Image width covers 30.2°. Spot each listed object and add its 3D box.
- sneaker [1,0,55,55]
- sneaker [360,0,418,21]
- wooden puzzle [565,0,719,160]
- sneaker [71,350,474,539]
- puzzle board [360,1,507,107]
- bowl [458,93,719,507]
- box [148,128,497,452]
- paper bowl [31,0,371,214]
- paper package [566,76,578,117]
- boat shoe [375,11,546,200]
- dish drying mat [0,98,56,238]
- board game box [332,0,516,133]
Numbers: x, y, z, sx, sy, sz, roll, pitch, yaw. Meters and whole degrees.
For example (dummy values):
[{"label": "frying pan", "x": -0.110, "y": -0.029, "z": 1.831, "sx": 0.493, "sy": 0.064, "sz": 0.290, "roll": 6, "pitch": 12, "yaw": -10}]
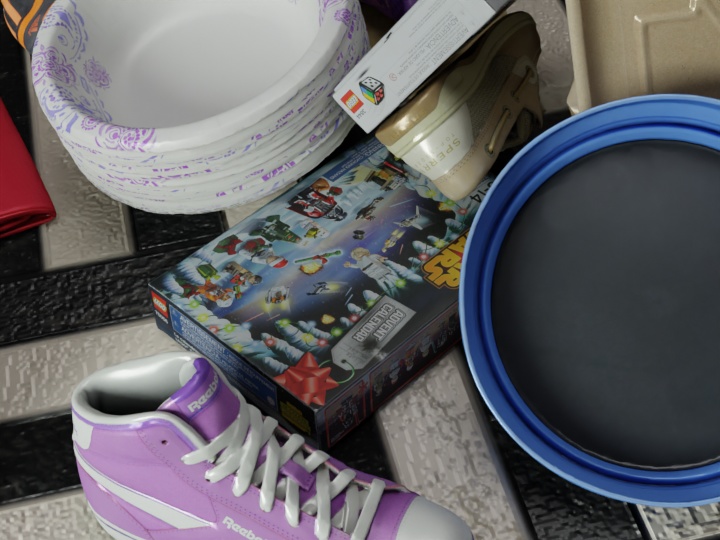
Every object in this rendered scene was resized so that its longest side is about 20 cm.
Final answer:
[{"label": "sneaker", "x": -0.151, "y": -0.197, "z": 0.953, "sx": 0.200, "sy": 0.078, "sz": 0.112, "roll": -26, "pitch": 52, "yaw": -6}, {"label": "sneaker", "x": 0.010, "y": -0.212, "z": 0.926, "sx": 0.088, "sy": 0.081, "sz": 0.200, "roll": -17, "pitch": 42, "yaw": -3}, {"label": "wooden puzzle", "x": 0.203, "y": -0.150, "z": 0.665, "sx": 0.200, "sy": 0.186, "sz": 0.046, "roll": -7, "pitch": 28, "yaw": 10}, {"label": "sneaker", "x": -0.044, "y": 0.097, "z": 0.613, "sx": 0.200, "sy": 0.114, "sz": 0.073, "roll": 10, "pitch": 45, "yaw": 12}, {"label": "puzzle board", "x": 0.005, "y": -0.160, "z": 0.935, "sx": 0.200, "sy": 0.017, "sz": 0.151, "roll": -5, "pitch": 46, "yaw": 0}, {"label": "bowl", "x": 0.148, "y": 0.015, "z": 0.659, "sx": 0.200, "sy": 0.039, "sz": 0.201, "roll": -1, "pitch": 83, "yaw": 6}, {"label": "box", "x": 0.000, "y": 0.000, "z": 0.757, "sx": 0.137, "sy": 0.040, "sz": 0.200, "roll": 33, "pitch": 55, "yaw": 31}, {"label": "paper bowl", "x": -0.091, "y": -0.120, "z": 0.823, "sx": 0.200, "sy": 0.104, "sz": 0.201, "roll": -9, "pitch": 52, "yaw": 11}, {"label": "paper package", "x": 0.240, "y": -0.136, "z": 0.777, "sx": 0.190, "sy": 0.103, "sz": 0.200, "roll": 18, "pitch": 76, "yaw": 21}, {"label": "boat shoe", "x": 0.073, "y": -0.098, "z": 0.793, "sx": 0.065, "sy": 0.072, "sz": 0.200, "roll": 48, "pitch": 32, "yaw": -5}, {"label": "dish drying mat", "x": -0.266, "y": -0.085, "z": 0.879, "sx": 0.077, "sy": 0.018, "sz": 0.200, "roll": -21, "pitch": 46, "yaw": -17}, {"label": "board game box", "x": 0.077, "y": -0.168, "z": 0.771, "sx": 0.035, "sy": 0.126, "sz": 0.200, "roll": 47, "pitch": 50, "yaw": -4}]
